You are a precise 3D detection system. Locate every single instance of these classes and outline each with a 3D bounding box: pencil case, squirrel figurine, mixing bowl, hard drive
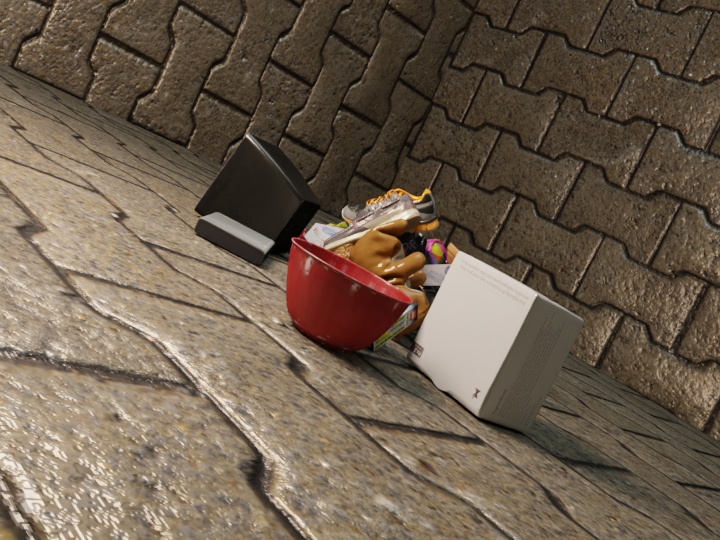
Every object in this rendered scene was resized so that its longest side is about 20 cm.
[{"bbox_3d":[0.093,-0.014,1.824,0.196,0.091,0.088,-10,-18,36],"label":"pencil case"},{"bbox_3d":[0.033,0.034,1.525,0.195,0.191,0.142,-14,-22,-12],"label":"squirrel figurine"},{"bbox_3d":[-0.033,0.047,1.207,0.197,0.110,0.200,27,6,-3],"label":"mixing bowl"},{"bbox_3d":[-0.239,-0.064,1.616,0.137,0.033,0.200,27,5,-4],"label":"hard drive"}]

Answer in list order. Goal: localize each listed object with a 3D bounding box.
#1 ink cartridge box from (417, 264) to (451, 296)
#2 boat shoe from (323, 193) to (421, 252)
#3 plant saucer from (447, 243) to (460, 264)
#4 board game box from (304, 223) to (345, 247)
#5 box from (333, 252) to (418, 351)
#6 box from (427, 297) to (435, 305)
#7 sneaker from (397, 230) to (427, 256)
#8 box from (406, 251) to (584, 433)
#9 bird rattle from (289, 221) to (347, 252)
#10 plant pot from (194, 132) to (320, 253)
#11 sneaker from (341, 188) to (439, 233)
[{"bbox_3d":[0.144,0.020,1.630,0.196,0.045,0.093,-1,-15,39],"label":"ink cartridge box"},{"bbox_3d":[0.017,-0.084,1.582,0.072,0.196,0.066,44,25,-66],"label":"boat shoe"},{"bbox_3d":[0.253,0.023,1.779,0.200,0.038,0.200,43,7,-7],"label":"plant saucer"},{"bbox_3d":[0.000,0.000,1.697,0.201,0.043,0.199,55,21,20],"label":"board game box"},{"bbox_3d":[-0.013,0.047,1.378,0.198,0.035,0.109,31,47,34],"label":"box"},{"bbox_3d":[0.215,0.103,1.835,0.197,0.116,0.061,26,50,-23],"label":"box"},{"bbox_3d":[0.057,-0.060,1.686,0.197,0.100,0.071,15,20,-33],"label":"sneaker"},{"bbox_3d":[0.207,0.110,1.314,0.129,0.204,0.198,23,7,-38],"label":"box"},{"bbox_3d":[-0.082,-0.055,1.992,0.163,0.113,0.199,48,17,24],"label":"bird rattle"},{"bbox_3d":[-0.204,-0.145,1.800,0.177,0.201,0.199,41,8,11],"label":"plant pot"},{"bbox_3d":[0.058,-0.122,1.638,0.194,0.079,0.078,2,20,14],"label":"sneaker"}]
